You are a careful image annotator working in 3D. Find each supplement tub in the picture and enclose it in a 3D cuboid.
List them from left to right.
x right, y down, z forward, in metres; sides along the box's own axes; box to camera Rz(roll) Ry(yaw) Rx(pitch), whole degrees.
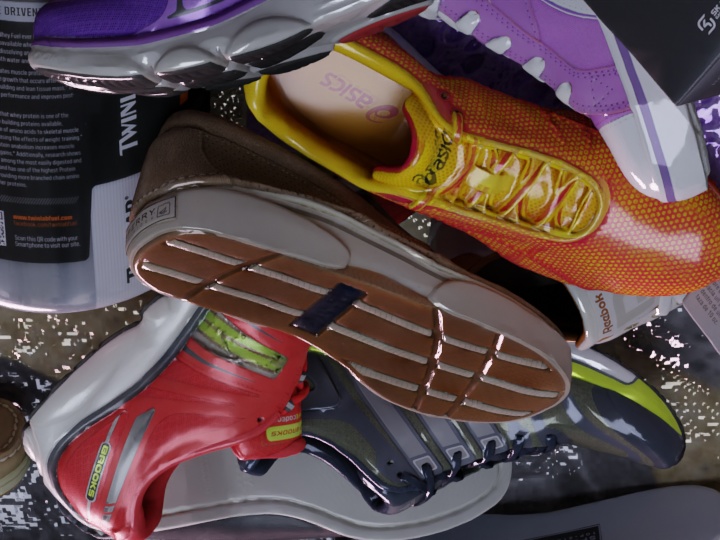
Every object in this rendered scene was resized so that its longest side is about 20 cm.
[{"bbox_3d":[-0.118,-0.094,1.084,0.122,0.123,0.200,5,129,4],"label":"supplement tub"}]

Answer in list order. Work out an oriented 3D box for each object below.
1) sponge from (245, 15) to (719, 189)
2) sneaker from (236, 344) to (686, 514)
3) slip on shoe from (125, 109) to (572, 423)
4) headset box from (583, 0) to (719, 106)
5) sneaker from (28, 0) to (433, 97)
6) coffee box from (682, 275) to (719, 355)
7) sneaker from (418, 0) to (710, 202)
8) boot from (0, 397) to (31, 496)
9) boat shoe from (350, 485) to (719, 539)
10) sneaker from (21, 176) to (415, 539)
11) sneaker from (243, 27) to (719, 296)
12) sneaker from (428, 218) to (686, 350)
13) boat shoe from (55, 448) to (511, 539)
[{"bbox_3d":[0.057,-0.088,1.096,0.200,0.030,0.112,10,110,5],"label":"sponge"},{"bbox_3d":[0.037,0.066,1.202,0.200,0.081,0.074,9,164,6],"label":"sneaker"},{"bbox_3d":[0.000,0.000,1.088,0.200,0.061,0.076,21,142,-27],"label":"slip on shoe"},{"bbox_3d":[0.167,-0.139,0.960,0.075,0.200,0.149,52,126,17],"label":"headset box"},{"bbox_3d":[-0.024,-0.116,0.986,0.200,0.081,0.084,-21,85,9],"label":"sneaker"},{"bbox_3d":[0.232,-0.027,1.067,0.113,0.080,0.200,3,134,-48],"label":"coffee box"},{"bbox_3d":[0.044,-0.098,1.035,0.114,0.073,0.201,-28,79,6],"label":"sneaker"},{"bbox_3d":[-0.230,0.018,1.222,0.200,0.072,0.155,15,126,-3],"label":"boot"},{"bbox_3d":[0.078,0.147,1.285,0.200,0.070,0.066,-13,124,8],"label":"boat shoe"},{"bbox_3d":[-0.043,0.034,1.157,0.200,0.077,0.085,-42,86,11],"label":"sneaker"},{"bbox_3d":[0.045,-0.035,1.060,0.200,0.077,0.073,21,111,1],"label":"sneaker"},{"bbox_3d":[0.124,-0.004,1.145,0.200,0.085,0.073,-14,123,15],"label":"sneaker"},{"bbox_3d":[-0.035,0.090,1.255,0.200,0.074,0.060,-6,170,-7],"label":"boat shoe"}]
